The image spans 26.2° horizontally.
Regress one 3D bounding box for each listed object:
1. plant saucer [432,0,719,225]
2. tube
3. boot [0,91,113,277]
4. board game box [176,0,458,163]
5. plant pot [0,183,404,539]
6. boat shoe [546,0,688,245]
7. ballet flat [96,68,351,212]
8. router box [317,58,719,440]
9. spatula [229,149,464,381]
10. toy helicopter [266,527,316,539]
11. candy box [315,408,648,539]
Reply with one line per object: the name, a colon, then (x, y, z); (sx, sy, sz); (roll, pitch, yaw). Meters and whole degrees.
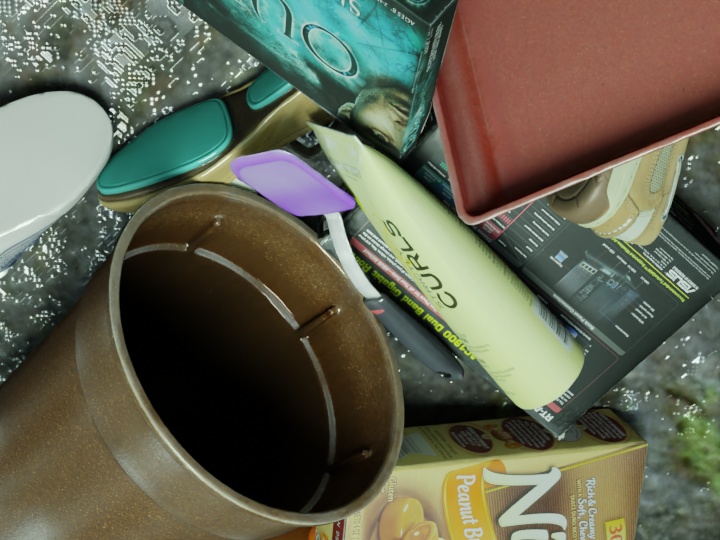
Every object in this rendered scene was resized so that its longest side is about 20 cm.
plant saucer: (0.126, -0.138, 0.785); (0.199, 0.201, 0.037); (-22, 151, 22)
tube: (0.045, -0.006, 0.845); (0.058, 0.052, 0.200); (-23, 120, 37)
boot: (-0.228, -0.026, 0.912); (0.200, 0.090, 0.073); (-39, 87, -9)
board game box: (-0.044, -0.149, 0.778); (0.200, 0.028, 0.135); (37, 158, 11)
plant pot: (-0.113, 0.085, 0.886); (0.200, 0.201, 0.198); (41, 130, -17)
boat shoe: (0.164, -0.111, 0.835); (0.076, 0.072, 0.201); (22, 88, -28)
ballet flat: (-0.058, -0.076, 0.882); (0.199, 0.069, 0.063); (-30, 126, 16)
router box: (0.096, -0.018, 0.907); (0.200, 0.062, 0.150); (39, 110, -17)
spatula: (0.000, 0.000, 0.863); (0.056, 0.021, 0.200); (-5, 134, 44)
toy helicopter: (0.019, 0.199, 1.022); (0.199, 0.079, 0.133); (-34, 105, 4)
candy box: (0.073, 0.155, 0.957); (0.199, 0.055, 0.116); (-3, 112, -19)
